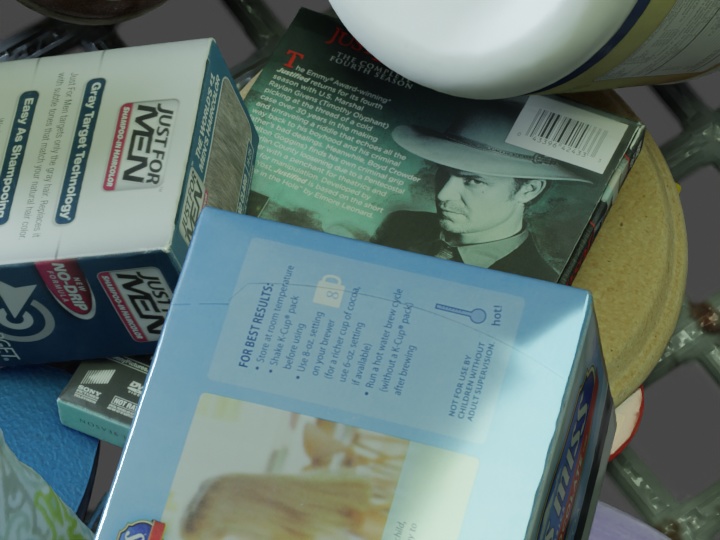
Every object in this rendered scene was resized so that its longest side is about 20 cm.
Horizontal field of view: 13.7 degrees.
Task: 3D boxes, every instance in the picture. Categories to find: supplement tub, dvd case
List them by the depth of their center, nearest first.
[{"bbox_3d":[0.000,0.000,1.087,0.146,0.022,0.200,19,58,15],"label":"dvd case"},{"bbox_3d":[0.087,-0.139,1.117,0.145,0.144,0.200,53,30,17],"label":"supplement tub"}]

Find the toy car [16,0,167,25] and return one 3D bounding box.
[{"bbox_3d":[-0.090,-0.188,1.060,0.164,0.200,0.158,-9,77,-18],"label":"toy car"}]

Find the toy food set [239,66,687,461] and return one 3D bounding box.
[{"bbox_3d":[0.032,-0.009,1.158,0.198,0.049,0.200,28,62,5],"label":"toy food set"}]

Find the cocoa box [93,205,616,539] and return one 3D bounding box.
[{"bbox_3d":[-0.008,0.103,0.937,0.133,0.131,0.201,13,71,13],"label":"cocoa box"}]

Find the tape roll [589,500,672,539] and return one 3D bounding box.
[{"bbox_3d":[0.046,0.180,1.044,0.199,0.085,0.201,4,62,-8],"label":"tape roll"}]

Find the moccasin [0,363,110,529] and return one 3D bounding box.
[{"bbox_3d":[-0.152,0.124,1.051,0.080,0.068,0.200,22,60,11],"label":"moccasin"}]

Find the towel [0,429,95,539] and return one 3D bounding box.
[{"bbox_3d":[-0.123,0.164,0.970,0.048,0.200,0.172,2,57,28],"label":"towel"}]

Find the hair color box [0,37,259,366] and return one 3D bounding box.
[{"bbox_3d":[-0.143,-0.019,1.075,0.199,0.061,0.100,-5,51,18],"label":"hair color box"}]
